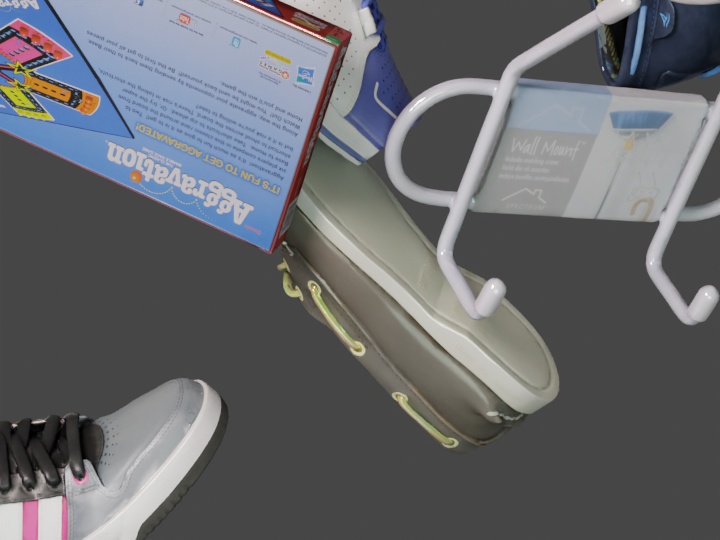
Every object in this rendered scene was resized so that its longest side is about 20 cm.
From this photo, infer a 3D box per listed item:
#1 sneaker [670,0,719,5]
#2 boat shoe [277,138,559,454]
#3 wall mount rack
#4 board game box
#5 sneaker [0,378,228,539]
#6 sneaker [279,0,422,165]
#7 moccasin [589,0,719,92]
[{"bbox_3d":[0.191,-0.198,0.993,0.200,0.073,0.112,-34,125,-32],"label":"sneaker"},{"bbox_3d":[-0.001,0.001,1.068,0.202,0.072,0.060,44,119,-8],"label":"boat shoe"},{"bbox_3d":[0.119,-0.057,1.027,0.200,0.075,0.174,2,127,-28],"label":"wall mount rack"},{"bbox_3d":[-0.110,-0.092,1.005,0.200,0.019,0.103,25,119,9],"label":"board game box"},{"bbox_3d":[-0.168,0.085,1.068,0.200,0.084,0.121,-37,116,5],"label":"sneaker"},{"bbox_3d":[-0.021,-0.149,1.020,0.115,0.081,0.200,-37,105,6],"label":"sneaker"},{"bbox_3d":[0.113,-0.170,1.029,0.068,0.080,0.200,-23,106,-15],"label":"moccasin"}]
